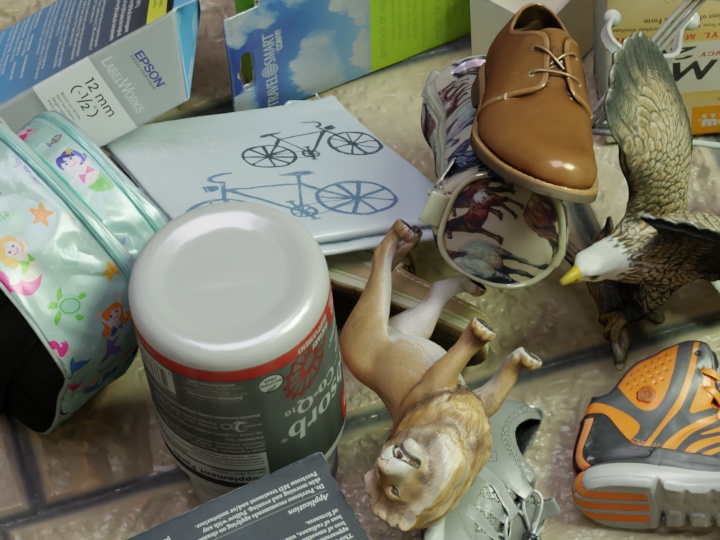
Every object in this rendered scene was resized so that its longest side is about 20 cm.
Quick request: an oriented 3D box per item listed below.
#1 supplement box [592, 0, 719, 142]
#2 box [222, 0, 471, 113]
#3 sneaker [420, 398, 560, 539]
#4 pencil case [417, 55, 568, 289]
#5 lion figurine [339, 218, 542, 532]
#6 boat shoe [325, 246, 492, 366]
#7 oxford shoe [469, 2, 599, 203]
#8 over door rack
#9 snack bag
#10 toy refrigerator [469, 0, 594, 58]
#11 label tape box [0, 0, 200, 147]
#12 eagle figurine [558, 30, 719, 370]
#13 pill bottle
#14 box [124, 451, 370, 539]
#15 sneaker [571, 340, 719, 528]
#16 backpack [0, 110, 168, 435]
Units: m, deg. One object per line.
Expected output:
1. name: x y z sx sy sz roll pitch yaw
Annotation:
1. supplement box: 0.217 -0.180 1.656 0.126 0.200 0.074 -5 49 2
2. box: -0.007 -0.183 1.723 0.200 0.122 0.048 -23 58 -13
3. sneaker: 0.078 0.150 1.501 0.082 0.075 0.200 -3 53 4
4. pencil case: 0.078 -0.066 1.572 0.089 0.078 0.200 32 21 -16
5. lion figurine: 0.031 0.062 1.501 0.123 0.072 0.200 -51 31 14
6. boat shoe: 0.000 0.000 1.619 0.200 0.074 0.066 22 64 19
7. oxford shoe: 0.105 -0.102 1.488 0.071 0.071 0.200 13 27 -14
8. over door rack: 0.236 -0.132 1.608 0.200 0.148 0.067 14 47 -25
9. snack bag: -0.059 -0.057 1.634 0.188 0.021 0.200 -10 31 -25
10. toy refrigerator: 0.158 -0.220 1.768 0.070 0.076 0.200 31 62 24
11. label tape box: -0.153 -0.149 1.671 0.200 0.066 0.143 -25 26 14
12. eagle figurine: 0.183 -0.028 1.540 0.152 0.200 0.151 28 51 2
13. pill bottle: -0.068 0.061 1.500 0.116 0.200 0.116 -3 54 4
14. box: -0.067 0.235 1.433 0.200 0.104 0.182 -23 55 -12
15. sneaker: 0.230 0.098 1.528 0.200 0.078 0.112 5 55 8
16. backpack: -0.201 -0.006 1.539 0.151 0.200 0.178 -42 84 -14
